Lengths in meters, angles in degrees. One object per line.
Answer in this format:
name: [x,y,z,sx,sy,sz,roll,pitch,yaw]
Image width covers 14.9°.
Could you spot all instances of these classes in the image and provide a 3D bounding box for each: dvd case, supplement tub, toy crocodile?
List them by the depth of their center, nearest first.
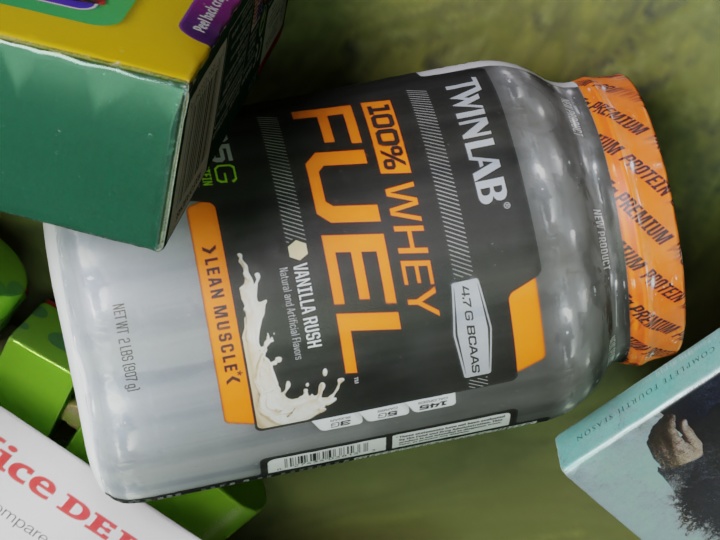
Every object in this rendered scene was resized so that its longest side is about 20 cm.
supplement tub: [0.000,0.000,0.909,0.199,0.123,0.123,-12,113,-5]
dvd case: [0.183,0.078,0.948,0.146,0.022,0.200,-35,126,21]
toy crocodile: [-0.120,0.034,1.001,0.200,0.062,0.068,35,116,-2]

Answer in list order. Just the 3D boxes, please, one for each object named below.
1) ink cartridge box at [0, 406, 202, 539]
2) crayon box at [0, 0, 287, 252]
ink cartridge box: [-0.150,0.145,0.906,0.146,0.200,0.083,32,138,7]
crayon box: [-0.120,-0.086,0.862,0.171,0.200,0.059,13,114,4]
